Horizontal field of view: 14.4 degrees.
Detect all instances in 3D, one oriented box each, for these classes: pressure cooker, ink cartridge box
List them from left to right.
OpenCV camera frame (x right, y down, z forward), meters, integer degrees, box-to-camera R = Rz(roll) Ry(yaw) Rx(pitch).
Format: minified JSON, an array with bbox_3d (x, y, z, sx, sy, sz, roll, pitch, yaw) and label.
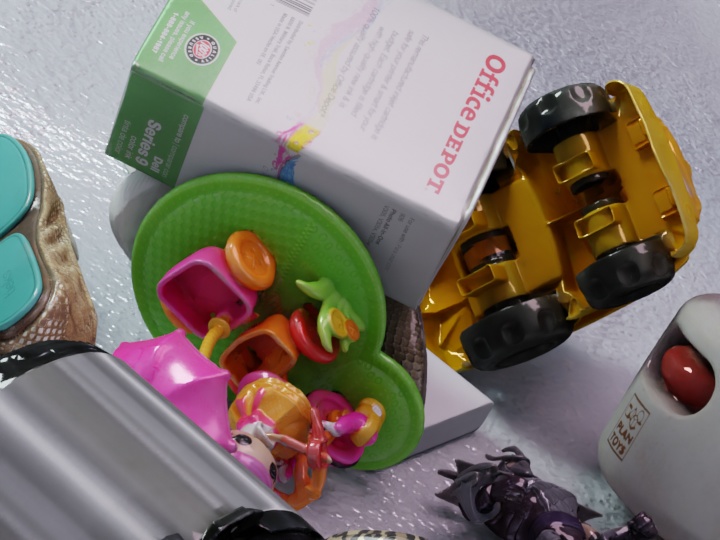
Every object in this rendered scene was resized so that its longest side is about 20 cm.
[{"bbox_3d":[-0.102,0.147,1.196,0.200,0.179,0.176,39,22,22],"label":"pressure cooker"},{"bbox_3d":[-0.020,-0.091,1.579,0.199,0.088,0.146,25,51,1],"label":"ink cartridge box"}]

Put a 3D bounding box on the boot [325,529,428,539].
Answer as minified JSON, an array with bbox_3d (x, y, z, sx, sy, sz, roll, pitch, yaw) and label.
[{"bbox_3d":[0.030,0.188,1.372,0.199,0.074,0.151,13,16,17],"label":"boot"}]

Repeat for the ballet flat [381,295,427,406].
[{"bbox_3d":[0.000,0.000,1.626,0.046,0.067,0.201,-4,70,-21],"label":"ballet flat"}]

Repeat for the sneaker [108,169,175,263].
[{"bbox_3d":[-0.086,-0.030,1.663,0.200,0.076,0.088,15,19,-50],"label":"sneaker"}]

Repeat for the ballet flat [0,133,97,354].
[{"bbox_3d":[-0.185,-0.003,1.574,0.065,0.070,0.200,48,14,-33],"label":"ballet flat"}]

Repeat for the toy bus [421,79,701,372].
[{"bbox_3d":[0.143,-0.023,1.799,0.192,0.199,0.136,5,62,-56],"label":"toy bus"}]

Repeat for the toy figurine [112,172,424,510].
[{"bbox_3d":[-0.068,0.076,1.496,0.200,0.150,0.184,50,34,-13],"label":"toy figurine"}]

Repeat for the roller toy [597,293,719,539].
[{"bbox_3d":[0.240,0.113,1.712,0.200,0.140,0.182,37,13,23],"label":"roller toy"}]

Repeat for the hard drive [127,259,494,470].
[{"bbox_3d":[-0.029,0.039,1.696,0.200,0.027,0.132,38,25,20],"label":"hard drive"}]

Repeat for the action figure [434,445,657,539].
[{"bbox_3d":[0.116,0.156,1.575,0.129,0.070,0.200,11,26,-27],"label":"action figure"}]

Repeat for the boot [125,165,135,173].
[{"bbox_3d":[-0.031,-0.085,1.797,0.199,0.145,0.073,26,21,-13],"label":"boot"}]
